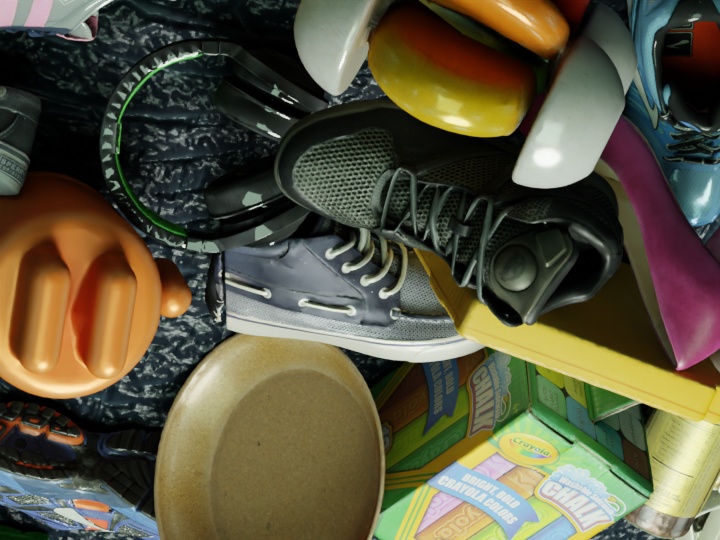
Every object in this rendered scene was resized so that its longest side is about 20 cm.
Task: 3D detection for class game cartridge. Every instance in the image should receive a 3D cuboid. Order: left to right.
[{"bbox_3d":[0.117,0.019,1.176,0.175,0.200,0.033,20,108,-17],"label":"game cartridge"}]

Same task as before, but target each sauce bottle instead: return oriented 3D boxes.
[{"bbox_3d":[0.231,0.081,1.301,0.064,0.065,0.201,17,113,-15],"label":"sauce bottle"}]

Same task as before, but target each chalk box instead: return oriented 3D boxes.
[{"bbox_3d":[0.108,0.104,1.299,0.124,0.125,0.200,35,121,-27],"label":"chalk box"}]

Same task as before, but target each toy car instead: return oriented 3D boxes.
[{"bbox_3d":[0.072,-0.148,1.044,0.174,0.200,0.151,25,112,4],"label":"toy car"}]

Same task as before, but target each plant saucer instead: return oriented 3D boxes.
[{"bbox_3d":[-0.054,0.137,1.300,0.200,0.201,0.035,-35,150,27],"label":"plant saucer"}]

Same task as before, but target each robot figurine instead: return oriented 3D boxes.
[{"bbox_3d":[-0.186,0.004,1.171,0.143,0.200,0.117,-32,111,-8],"label":"robot figurine"}]

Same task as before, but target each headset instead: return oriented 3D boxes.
[{"bbox_3d":[-0.055,-0.073,1.170,0.198,0.094,0.125,6,101,-4],"label":"headset"}]

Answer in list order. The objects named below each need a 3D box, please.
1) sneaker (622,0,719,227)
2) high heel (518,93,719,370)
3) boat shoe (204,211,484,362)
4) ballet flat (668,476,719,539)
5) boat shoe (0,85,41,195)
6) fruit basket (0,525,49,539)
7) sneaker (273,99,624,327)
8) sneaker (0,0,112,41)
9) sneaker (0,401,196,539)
[{"bbox_3d":[0.186,-0.098,1.143,0.078,0.090,0.201,-7,132,6],"label":"sneaker"},{"bbox_3d":[0.145,-0.028,1.143,0.200,0.096,0.067,39,164,20],"label":"high heel"},{"bbox_3d":[0.000,0.000,1.234,0.198,0.075,0.093,2,143,-1],"label":"boat shoe"},{"bbox_3d":[0.261,0.151,1.369,0.071,0.072,0.201,9,132,-8],"label":"ballet flat"},{"bbox_3d":[-0.281,-0.096,1.161,0.198,0.068,0.072,10,164,21],"label":"boat shoe"},{"bbox_3d":[-0.284,0.310,1.425,0.154,0.216,0.216,12,130,-11],"label":"fruit basket"},{"bbox_3d":[0.051,-0.032,1.057,0.198,0.114,0.077,17,111,-8],"label":"sneaker"},{"bbox_3d":[-0.193,-0.153,1.108,0.199,0.070,0.082,-19,126,17],"label":"sneaker"},{"bbox_3d":[-0.183,0.152,1.384,0.199,0.076,0.079,21,141,-11],"label":"sneaker"}]
